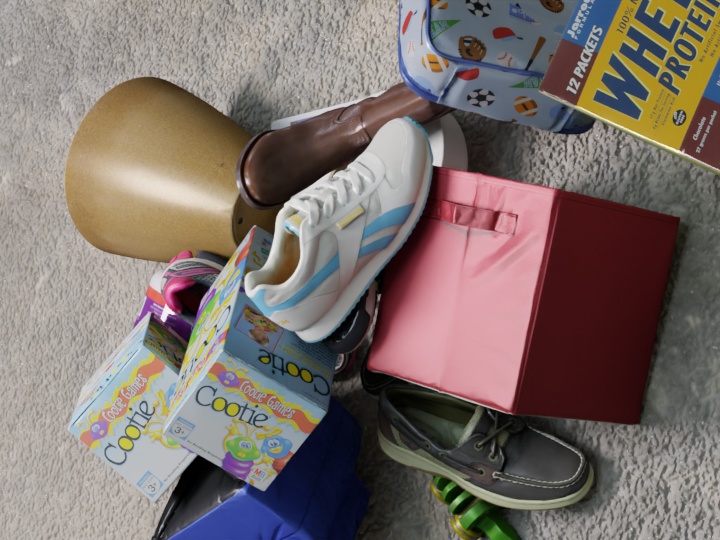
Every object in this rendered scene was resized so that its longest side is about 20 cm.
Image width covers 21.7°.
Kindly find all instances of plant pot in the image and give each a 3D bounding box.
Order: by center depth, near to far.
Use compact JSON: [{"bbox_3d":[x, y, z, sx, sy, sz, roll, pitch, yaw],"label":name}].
[{"bbox_3d":[-0.161,-0.079,1.868,0.199,0.186,0.188,22,94,40],"label":"plant pot"}]

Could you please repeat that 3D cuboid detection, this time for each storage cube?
[{"bbox_3d":[0.133,0.019,1.559,0.170,0.199,0.181,14,94,43],"label":"storage cube"}]

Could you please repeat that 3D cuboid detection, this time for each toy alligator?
[{"bbox_3d":[0.080,0.171,1.661,0.059,0.054,0.201,-47,52,23],"label":"toy alligator"}]

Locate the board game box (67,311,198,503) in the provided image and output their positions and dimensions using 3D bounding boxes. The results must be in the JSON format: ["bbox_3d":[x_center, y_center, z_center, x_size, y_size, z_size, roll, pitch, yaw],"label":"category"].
[{"bbox_3d":[-0.192,0.122,1.730,0.105,0.103,0.200,-48,8,2],"label":"board game box"}]

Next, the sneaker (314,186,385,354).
[{"bbox_3d":[0.000,0.000,1.619,0.072,0.083,0.201,-38,36,26],"label":"sneaker"}]

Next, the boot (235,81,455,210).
[{"bbox_3d":[0.006,-0.127,1.650,0.199,0.186,0.065,-18,105,39],"label":"boot"}]

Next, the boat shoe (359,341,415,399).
[{"bbox_3d":[0.053,0.037,1.713,0.199,0.066,0.075,-46,50,24],"label":"boat shoe"}]

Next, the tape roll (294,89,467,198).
[{"bbox_3d":[0.014,-0.074,1.747,0.202,0.037,0.204,-27,48,34],"label":"tape roll"}]

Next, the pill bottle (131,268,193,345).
[{"bbox_3d":[-0.187,0.107,1.887,0.112,0.112,0.201,25,97,43],"label":"pill bottle"}]

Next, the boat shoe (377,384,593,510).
[{"bbox_3d":[0.100,0.146,1.602,0.200,0.066,0.072,15,54,26],"label":"boat shoe"}]

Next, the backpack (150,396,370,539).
[{"bbox_3d":[-0.082,0.201,1.733,0.162,0.168,0.201,-31,26,32],"label":"backpack"}]

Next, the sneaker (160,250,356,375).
[{"bbox_3d":[-0.100,0.053,1.785,0.075,0.199,0.081,-82,15,-74],"label":"sneaker"}]

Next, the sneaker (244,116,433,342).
[{"bbox_3d":[-0.014,-0.041,1.521,0.201,0.081,0.076,-57,35,0],"label":"sneaker"}]

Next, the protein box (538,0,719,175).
[{"bbox_3d":[0.289,-0.143,1.453,0.200,0.198,0.136,31,99,43],"label":"protein box"}]

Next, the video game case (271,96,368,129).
[{"bbox_3d":[-0.015,-0.095,1.845,0.199,0.018,0.144,-10,73,41],"label":"video game case"}]

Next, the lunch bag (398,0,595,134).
[{"bbox_3d":[0.132,-0.206,1.617,0.076,0.199,0.161,124,153,-50],"label":"lunch bag"}]

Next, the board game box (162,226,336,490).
[{"bbox_3d":[-0.086,0.072,1.614,0.103,0.105,0.200,-52,14,28],"label":"board game box"}]
